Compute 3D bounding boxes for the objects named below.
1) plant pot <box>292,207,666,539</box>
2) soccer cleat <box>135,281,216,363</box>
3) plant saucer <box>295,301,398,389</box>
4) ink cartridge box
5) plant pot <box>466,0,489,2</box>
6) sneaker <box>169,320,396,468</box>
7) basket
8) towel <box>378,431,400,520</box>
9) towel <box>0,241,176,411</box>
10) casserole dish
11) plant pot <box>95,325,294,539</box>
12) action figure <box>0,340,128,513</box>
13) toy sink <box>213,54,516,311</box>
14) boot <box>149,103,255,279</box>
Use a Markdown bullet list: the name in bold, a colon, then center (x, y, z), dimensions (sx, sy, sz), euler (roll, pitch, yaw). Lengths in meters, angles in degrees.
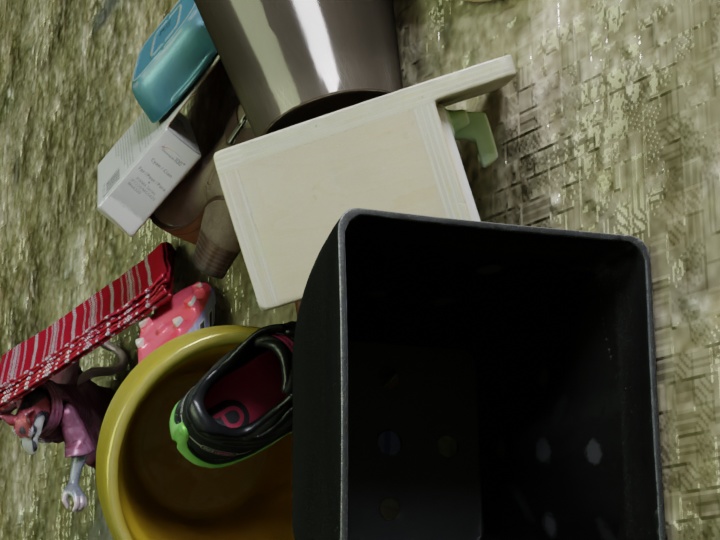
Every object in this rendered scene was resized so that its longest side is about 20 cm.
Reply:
- **plant pot**: center (0.048, 0.092, 1.011), dimensions (0.177, 0.198, 0.202), euler (147, 125, -63)
- **soccer cleat**: center (-0.154, 0.085, 1.436), dimensions (0.066, 0.077, 0.201), euler (-22, 27, 19)
- **plant saucer**: center (0.000, 0.000, 1.253), dimensions (0.200, 0.036, 0.203), euler (-23, 63, 55)
- **ink cartridge box**: center (-0.165, -0.128, 1.495), dimensions (0.177, 0.045, 0.200), euler (-50, 16, 5)
- **plant pot**: center (0.047, -0.275, 1.142), dimensions (0.199, 0.027, 0.201), euler (38, 155, 22)
- **sneaker**: center (-0.036, 0.066, 1.135), dimensions (0.077, 0.199, 0.084), euler (53, 163, 8)
- **basket**: center (-0.046, -0.195, 1.271), dimensions (0.136, 0.178, 0.202), euler (111, 147, -66)
- **towel**: center (-0.004, 0.186, 1.127), dimensions (0.024, 0.147, 0.203), euler (-3, 76, 23)
- **towel**: center (-0.250, 0.047, 1.525), dimensions (0.199, 0.023, 0.145), euler (-34, 15, 4)
- **casserole dish**: center (-0.156, -0.199, 1.478), dimensions (0.121, 0.039, 0.200), euler (-48, 16, 13)
- **plant pot**: center (-0.104, 0.139, 1.263), dimensions (0.189, 0.198, 0.203), euler (-175, 93, -75)
- **action figure**: center (-0.271, 0.131, 1.562), dimensions (0.150, 0.133, 0.200), euler (-62, -11, -4)
- **toy sink**: center (0.018, -0.052, 1.102), dimensions (0.130, 0.198, 0.113), euler (-87, -21, -87)
- **boot**: center (-0.115, -0.085, 1.451), dimensions (0.148, 0.070, 0.200), euler (-65, 30, 11)
